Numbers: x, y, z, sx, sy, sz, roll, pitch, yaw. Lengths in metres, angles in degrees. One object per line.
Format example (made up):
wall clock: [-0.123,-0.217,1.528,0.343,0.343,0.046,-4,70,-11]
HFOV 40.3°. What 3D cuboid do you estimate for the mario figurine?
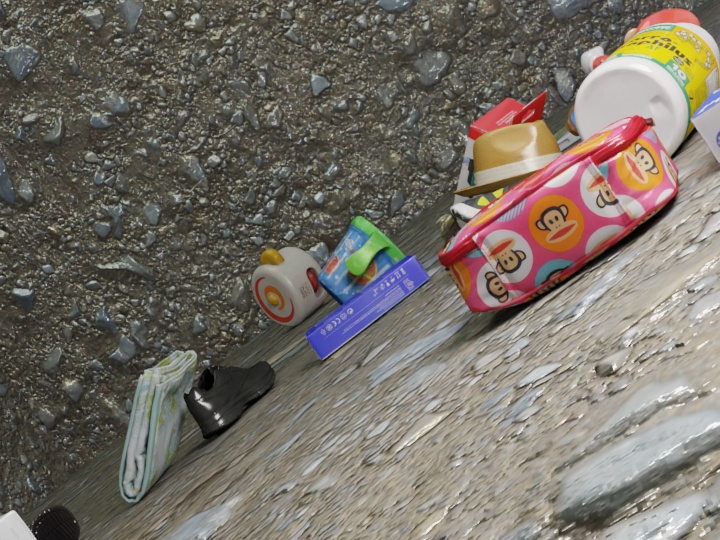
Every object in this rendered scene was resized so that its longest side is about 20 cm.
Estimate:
mario figurine: [0.341,-0.234,1.188,0.200,0.122,0.107,127,154,-46]

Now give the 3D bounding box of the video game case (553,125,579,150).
video game case: [0.406,-0.264,1.903,0.181,0.023,0.200,-35,5,42]

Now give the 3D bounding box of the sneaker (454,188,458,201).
sneaker: [0.230,-0.150,1.694,0.199,0.076,0.105,-34,4,35]

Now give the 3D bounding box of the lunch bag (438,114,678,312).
lunch bag: [0.172,-0.050,0.833,0.199,0.082,0.176,-34,0,24]

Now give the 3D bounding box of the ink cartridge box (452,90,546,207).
ink cartridge box: [0.214,-0.182,1.509,0.116,0.067,0.202,-39,-31,-41]

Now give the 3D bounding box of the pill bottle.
pill bottle: [0.305,-0.189,1.012,0.112,0.113,0.200,-34,4,43]

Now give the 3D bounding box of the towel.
towel: [-0.302,0.229,1.480,0.171,0.047,0.203,-39,-36,-78]

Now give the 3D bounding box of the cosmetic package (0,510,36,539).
cosmetic package: [-0.381,0.337,0.907,0.199,0.124,0.200,-38,2,-31]

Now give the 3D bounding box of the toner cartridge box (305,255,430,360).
toner cartridge box: [0.009,0.053,1.459,0.199,0.043,0.095,-37,2,-2]

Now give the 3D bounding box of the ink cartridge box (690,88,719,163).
ink cartridge box: [0.348,-0.160,0.725,0.199,0.044,0.094,-36,1,36]

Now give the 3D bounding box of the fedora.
fedora: [0.216,-0.158,1.362,0.198,0.083,0.201,-14,3,1]

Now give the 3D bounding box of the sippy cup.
sippy cup: [0.000,0.000,1.680,0.130,0.178,0.139,-47,48,-5]

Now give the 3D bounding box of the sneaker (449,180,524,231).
sneaker: [0.172,-0.061,1.158,0.084,0.075,0.200,-31,11,-11]

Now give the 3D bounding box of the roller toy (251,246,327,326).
roller toy: [-0.190,0.044,2.568,0.140,0.182,0.201,-40,-21,-39]

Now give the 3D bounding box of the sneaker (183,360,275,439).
sneaker: [-0.204,0.181,1.545,0.076,0.091,0.200,-37,1,29]

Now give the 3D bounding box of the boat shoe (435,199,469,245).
boat shoe: [0.155,-0.071,1.454,0.073,0.063,0.200,-37,3,-8]

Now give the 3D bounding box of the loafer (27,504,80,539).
loafer: [-0.486,0.413,1.426,0.071,0.073,0.200,-34,4,25]
